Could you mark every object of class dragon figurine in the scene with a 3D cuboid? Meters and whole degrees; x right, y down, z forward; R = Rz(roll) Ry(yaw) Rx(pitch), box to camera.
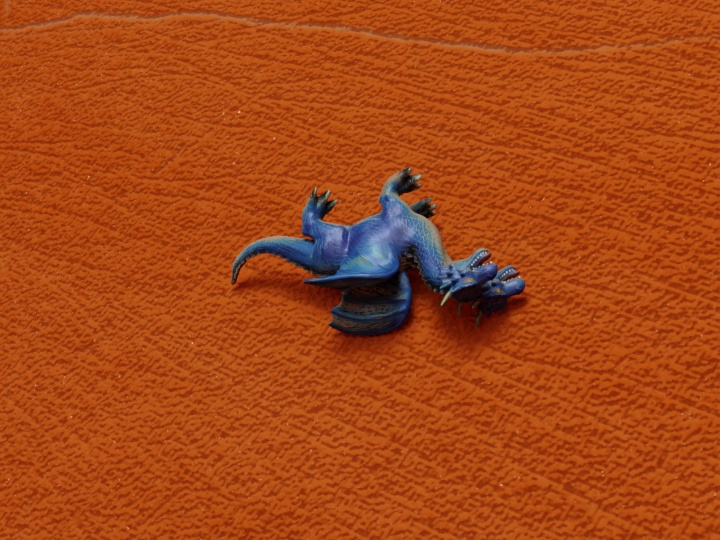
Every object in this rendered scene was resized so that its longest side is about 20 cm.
[{"bbox_3d":[0.000,0.000,0.937,0.199,0.059,0.100,-12,52,14],"label":"dragon figurine"}]
